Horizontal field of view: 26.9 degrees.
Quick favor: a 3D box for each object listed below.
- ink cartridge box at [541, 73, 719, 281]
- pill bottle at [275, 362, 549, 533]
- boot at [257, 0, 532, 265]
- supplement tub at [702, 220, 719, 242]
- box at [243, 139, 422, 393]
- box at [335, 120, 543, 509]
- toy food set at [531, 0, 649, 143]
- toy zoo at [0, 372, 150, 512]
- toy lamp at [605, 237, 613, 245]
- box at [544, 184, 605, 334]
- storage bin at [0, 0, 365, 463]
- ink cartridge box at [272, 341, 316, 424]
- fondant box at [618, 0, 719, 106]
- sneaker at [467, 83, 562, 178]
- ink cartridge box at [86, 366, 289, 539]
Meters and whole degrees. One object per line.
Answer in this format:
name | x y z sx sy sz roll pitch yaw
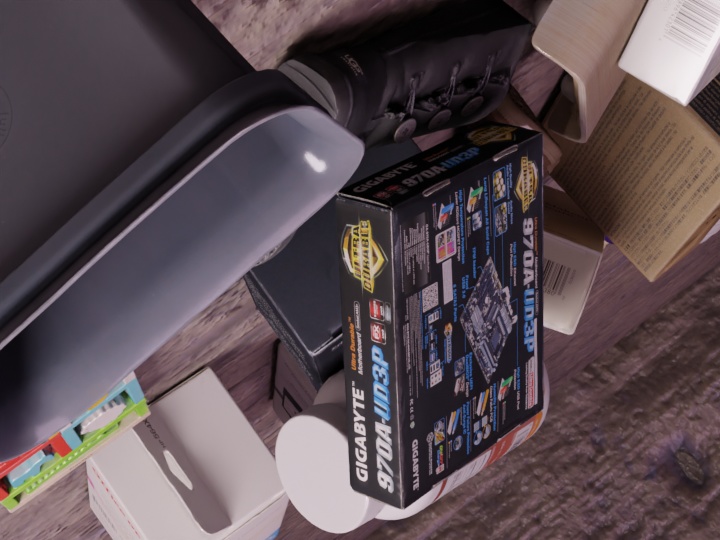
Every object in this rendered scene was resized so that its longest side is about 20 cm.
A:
ink cartridge box | 0.240 -0.107 1.236 0.075 0.165 0.200 -35 167 -24
pill bottle | 0.037 0.106 1.064 0.199 0.112 0.112 -24 160 -45
boot | 0.004 -0.087 0.922 0.200 0.066 0.165 -30 167 -48
supplement tub | 0.377 -0.134 1.582 0.131 0.132 0.200 -27 163 -39
box | 0.000 0.000 1.085 0.147 0.105 0.200 -36 166 -8
box | 0.054 0.025 0.938 0.158 0.046 0.202 -28 124 -44
toy food set | 0.164 -0.179 1.022 0.144 0.060 0.200 -59 168 -3
toy zoo | -0.214 0.107 1.052 0.131 0.021 0.200 -36 166 -12
toy lamp | 0.290 -0.030 1.849 0.058 0.058 0.200 -31 164 -28
box | 0.166 -0.017 1.345 0.200 0.094 0.078 -54 164 -74
storage bin | -0.118 -0.039 0.589 0.200 0.135 0.145 -40 166 8
ink cartridge box | -0.003 0.092 1.417 0.145 0.084 0.200 -35 166 -15
fondant box | 0.262 -0.215 1.035 0.200 0.058 0.145 -41 159 -51
sneaker | 0.109 -0.088 1.158 0.075 0.071 0.200 -39 166 6
ink cartridge box | -0.144 0.185 1.257 0.125 0.129 0.200 -34 166 -20
